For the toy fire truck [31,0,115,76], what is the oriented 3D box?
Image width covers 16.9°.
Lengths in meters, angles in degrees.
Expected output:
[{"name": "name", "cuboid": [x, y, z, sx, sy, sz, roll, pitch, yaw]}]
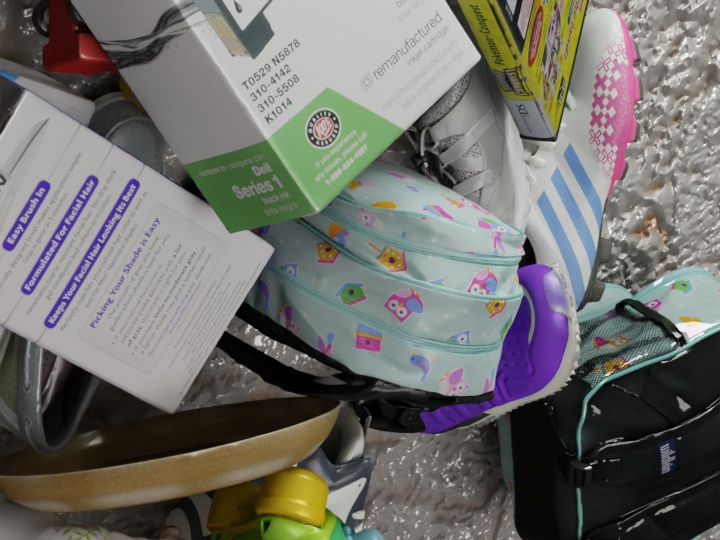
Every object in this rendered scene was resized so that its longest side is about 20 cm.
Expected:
[{"name": "toy fire truck", "cuboid": [-0.100, -0.149, 1.275, 0.141, 0.049, 0.200, 1, 85, -33]}]

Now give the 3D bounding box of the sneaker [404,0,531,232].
[{"name": "sneaker", "cuboid": [0.054, -0.079, 1.478, 0.082, 0.075, 0.200, -4, 102, -28]}]

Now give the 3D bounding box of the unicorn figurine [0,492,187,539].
[{"name": "unicorn figurine", "cuboid": [-0.191, 0.156, 1.355, 0.137, 0.200, 0.074, 3, 82, -54]}]

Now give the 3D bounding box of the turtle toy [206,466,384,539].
[{"name": "turtle toy", "cuboid": [-0.045, 0.196, 1.372, 0.101, 0.200, 0.146, 19, 73, -19]}]

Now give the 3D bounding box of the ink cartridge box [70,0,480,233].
[{"name": "ink cartridge box", "cuboid": [-0.055, -0.144, 1.224, 0.146, 0.084, 0.200, -45, 110, -31]}]

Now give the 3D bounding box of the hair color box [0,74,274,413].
[{"name": "hair color box", "cuboid": [-0.149, -0.015, 1.254, 0.200, 0.065, 0.109, 34, 87, -47]}]

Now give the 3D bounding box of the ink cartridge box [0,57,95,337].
[{"name": "ink cartridge box", "cuboid": [-0.235, -0.021, 1.269, 0.116, 0.067, 0.200, 18, 98, -43]}]

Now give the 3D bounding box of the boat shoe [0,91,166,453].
[{"name": "boat shoe", "cuboid": [-0.152, 0.001, 1.345, 0.074, 0.065, 0.202, 21, 95, -43]}]

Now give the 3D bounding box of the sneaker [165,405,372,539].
[{"name": "sneaker", "cuboid": [-0.014, 0.151, 1.514, 0.199, 0.079, 0.130, 34, 96, -32]}]

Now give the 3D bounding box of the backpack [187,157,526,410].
[{"name": "backpack", "cuboid": [0.000, 0.000, 1.374, 0.167, 0.200, 0.127, -1, 111, -37]}]

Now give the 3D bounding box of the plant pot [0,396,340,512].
[{"name": "plant pot", "cuboid": [-0.107, 0.103, 1.342, 0.200, 0.200, 0.028, -13, 95, -34]}]

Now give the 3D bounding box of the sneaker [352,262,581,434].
[{"name": "sneaker", "cuboid": [0.056, 0.057, 1.474, 0.099, 0.200, 0.070, -6, 69, -27]}]

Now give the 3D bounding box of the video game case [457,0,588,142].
[{"name": "video game case", "cuboid": [0.104, -0.201, 1.386, 0.181, 0.025, 0.200, 55, 45, -62]}]

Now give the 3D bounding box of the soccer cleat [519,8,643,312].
[{"name": "soccer cleat", "cuboid": [0.122, -0.067, 1.529, 0.086, 0.070, 0.200, 4, 102, -19]}]

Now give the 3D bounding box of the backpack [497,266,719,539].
[{"name": "backpack", "cuboid": [0.189, 0.093, 1.598, 0.200, 0.153, 0.176, -21, 122, -20]}]

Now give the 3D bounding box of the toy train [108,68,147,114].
[{"name": "toy train", "cuboid": [-0.067, -0.149, 1.357, 0.200, 0.056, 0.150, 3, 86, -31]}]
